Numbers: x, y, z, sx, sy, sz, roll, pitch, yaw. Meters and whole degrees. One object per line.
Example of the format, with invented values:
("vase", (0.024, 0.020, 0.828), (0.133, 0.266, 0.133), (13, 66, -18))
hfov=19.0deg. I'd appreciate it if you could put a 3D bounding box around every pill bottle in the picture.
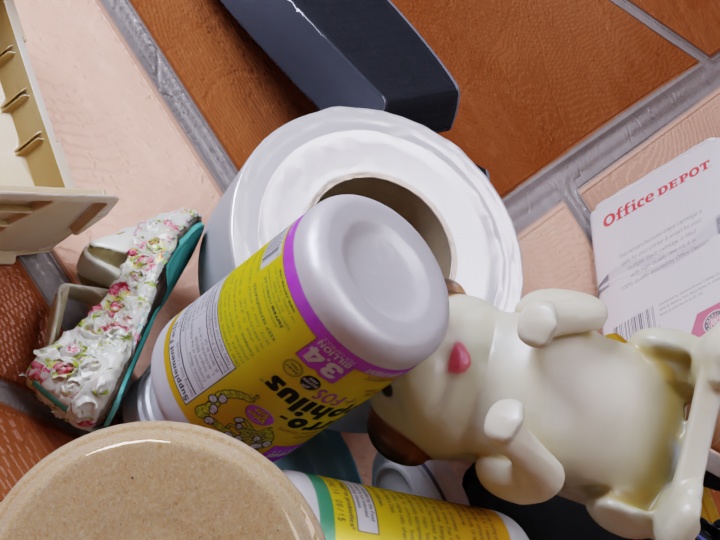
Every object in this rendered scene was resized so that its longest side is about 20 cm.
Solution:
("pill bottle", (-0.049, 0.047, 1.221), (0.104, 0.200, 0.105), (27, 45, -30))
("pill bottle", (0.031, 0.186, 1.231), (0.199, 0.113, 0.113), (14, 51, -21))

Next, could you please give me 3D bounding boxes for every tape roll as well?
("tape roll", (0.000, 0.000, 1.369), (0.202, 0.071, 0.203), (10, 63, -20))

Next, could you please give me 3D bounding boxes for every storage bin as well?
("storage bin", (-0.255, -0.111, 1.235), (0.198, 0.094, 0.201), (1, 63, -50))

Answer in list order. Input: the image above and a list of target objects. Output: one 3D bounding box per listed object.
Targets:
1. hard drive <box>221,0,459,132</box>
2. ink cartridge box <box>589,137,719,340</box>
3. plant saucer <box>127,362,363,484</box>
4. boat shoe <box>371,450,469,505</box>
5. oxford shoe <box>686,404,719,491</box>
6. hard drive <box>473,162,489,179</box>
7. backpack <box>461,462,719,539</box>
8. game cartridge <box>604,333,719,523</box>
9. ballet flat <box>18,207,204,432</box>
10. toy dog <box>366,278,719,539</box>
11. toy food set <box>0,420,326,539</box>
("hard drive", (-0.021, -0.176, 1.557), (0.200, 0.042, 0.135), (49, 31, 18))
("ink cartridge box", (0.271, 0.015, 1.731), (0.083, 0.146, 0.201), (29, 44, -36))
("plant saucer", (-0.072, 0.137, 1.324), (0.200, 0.027, 0.201), (31, 43, -34))
("boat shoe", (0.035, 0.204, 1.329), (0.065, 0.073, 0.201), (-16, 94, -46))
("oxford shoe", (0.179, 0.073, 1.411), (0.200, 0.071, 0.071), (30, 77, -24))
("hard drive", (0.028, -0.044, 1.517), (0.135, 0.042, 0.200), (30, 29, -4))
("backpack", (0.148, 0.197, 1.433), (0.182, 0.200, 0.135), (36, 77, 14))
("game cartridge", (0.221, 0.139, 1.556), (0.200, 0.032, 0.177), (-131, -161, -84))
("ballet flat", (-0.148, 0.016, 1.293), (0.064, 0.076, 0.200), (25, 36, -3))
("toy dog", (0.103, 0.069, 1.259), (0.199, 0.140, 0.194), (15, -1, -1))
("toy food set", (-0.109, 0.178, 1.112), (0.198, 0.200, 0.049), (52, -9, 13))
